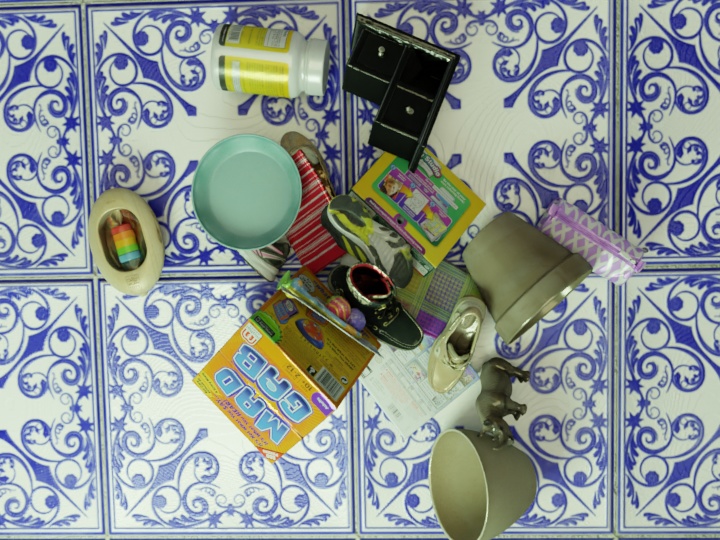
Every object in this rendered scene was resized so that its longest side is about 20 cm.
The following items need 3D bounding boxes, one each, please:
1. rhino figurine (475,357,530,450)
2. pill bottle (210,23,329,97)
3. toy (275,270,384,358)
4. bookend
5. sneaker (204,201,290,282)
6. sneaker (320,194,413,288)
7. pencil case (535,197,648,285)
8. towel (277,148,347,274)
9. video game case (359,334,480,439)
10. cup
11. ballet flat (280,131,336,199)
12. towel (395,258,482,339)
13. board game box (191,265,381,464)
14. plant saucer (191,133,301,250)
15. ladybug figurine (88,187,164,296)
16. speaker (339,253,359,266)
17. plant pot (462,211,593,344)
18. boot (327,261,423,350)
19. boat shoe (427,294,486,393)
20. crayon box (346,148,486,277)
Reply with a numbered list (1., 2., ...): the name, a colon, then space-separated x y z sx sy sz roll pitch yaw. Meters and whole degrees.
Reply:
1. rhino figurine: 0.246 0.236 1.373 0.086 0.202 0.060 19 134 0
2. pill bottle: -0.157 -0.368 1.375 0.196 0.114 0.117 7 95 2
3. toy: -0.043 0.061 1.255 0.198 0.115 0.048 32 92 -15
4. bookend: 0.045 -0.308 1.342 0.197 0.092 0.201 23 68 1
5. sneaker: -0.212 -0.074 1.429 0.200 0.080 0.087 43 83 -9
6. sneaker: 0.012 -0.049 1.322 0.200 0.084 0.075 48 69 -15
7. pencil case: 0.411 -0.051 1.388 0.198 0.085 0.085 30 93 1
8. towel: -0.100 -0.099 1.398 0.144 0.022 0.202 -27 94 42
9. video game case: 0.091 0.174 1.438 0.180 0.045 0.201 -38 92 4
10. cup: 0.231 0.382 1.392 0.141 0.200 0.204 0 95 -24
11. ballet flat: -0.084 -0.167 1.410 0.067 0.067 0.202 -32 92 1
12. towel: 0.122 0.042 1.403 0.197 0.023 0.146 25 78 -9
13. board game box: -0.123 0.159 1.337 0.200 0.200 0.200 45 125 -1
14. plant saucer: -0.197 -0.136 1.364 0.196 0.036 0.204 0 89 5
15. ladybug figurine: -0.425 -0.051 1.432 0.133 0.072 0.204 -12 93 3
16. speaker: 0.000 0.000 1.413 0.080 0.081 0.204 13 95 2
17. plant pot: 0.274 0.000 1.359 0.200 0.200 0.174 -42 76 5
18. boot: 0.038 0.062 1.290 0.203 0.154 0.074 41 78 -6
19. boat shoe: 0.164 0.140 1.353 0.071 0.065 0.202 21 118 1
20. crayon box: 0.097 -0.120 1.372 0.200 0.058 0.173 43 62 -2
